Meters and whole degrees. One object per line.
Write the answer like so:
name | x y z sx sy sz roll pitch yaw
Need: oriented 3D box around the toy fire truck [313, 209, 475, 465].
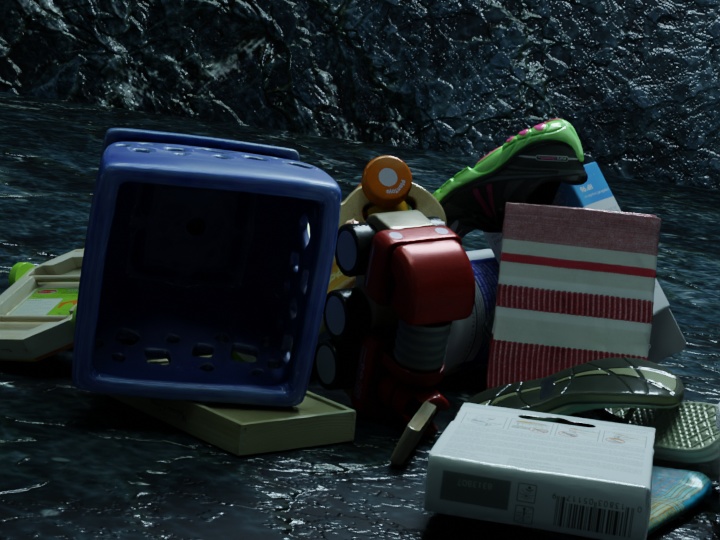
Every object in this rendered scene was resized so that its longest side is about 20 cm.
toy fire truck | 0.041 0.066 1.622 0.128 0.177 0.200 -6 31 -30

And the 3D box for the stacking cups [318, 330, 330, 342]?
stacking cups | -0.045 0.061 1.895 0.199 0.061 0.060 6 9 -27

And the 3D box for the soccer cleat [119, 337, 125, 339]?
soccer cleat | -0.183 0.039 1.880 0.199 0.069 0.073 -2 13 -20

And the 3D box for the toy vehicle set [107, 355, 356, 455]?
toy vehicle set | -0.113 0.112 1.630 0.124 0.027 0.200 -3 14 -40

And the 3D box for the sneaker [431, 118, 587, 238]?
sneaker | 0.130 -0.064 1.795 0.200 0.084 0.077 -35 -10 37

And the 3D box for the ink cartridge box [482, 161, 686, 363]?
ink cartridge box | 0.214 0.013 1.840 0.116 0.201 0.068 -31 -7 35

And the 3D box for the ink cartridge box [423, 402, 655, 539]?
ink cartridge box | 0.141 0.150 1.446 0.162 0.057 0.200 8 4 9

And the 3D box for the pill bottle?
pill bottle | 0.110 0.040 1.900 0.119 0.120 0.200 14 13 38

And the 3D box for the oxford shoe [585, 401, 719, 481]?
oxford shoe | 0.252 0.141 1.627 0.058 0.075 0.200 45 -20 -29

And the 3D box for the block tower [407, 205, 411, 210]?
block tower | 0.033 -0.014 1.913 0.058 0.054 0.200 40 -13 30

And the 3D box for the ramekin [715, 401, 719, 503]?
ramekin | 0.366 0.161 1.461 0.201 0.095 0.202 6 10 -1

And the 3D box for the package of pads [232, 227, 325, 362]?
package of pads | -0.095 0.002 1.824 0.154 0.068 0.200 42 39 12

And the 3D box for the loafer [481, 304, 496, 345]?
loafer | 0.205 0.077 1.764 0.200 0.073 0.073 32 31 18

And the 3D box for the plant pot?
plant pot | -0.137 -0.014 1.611 0.199 0.201 0.180 6 18 -12

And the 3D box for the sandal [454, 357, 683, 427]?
sandal | 0.179 0.120 1.625 0.200 0.058 0.080 -14 16 21

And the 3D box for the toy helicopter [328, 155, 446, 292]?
toy helicopter | 0.000 0.000 1.752 0.200 0.132 0.079 -40 -7 -19

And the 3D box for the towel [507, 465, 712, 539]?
towel | 0.175 0.173 1.488 0.146 0.022 0.200 11 12 29

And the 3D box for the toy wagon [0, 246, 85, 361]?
toy wagon | -0.268 0.017 1.775 0.155 0.040 0.200 0 31 36

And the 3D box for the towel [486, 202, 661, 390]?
towel | 0.192 0.042 1.732 0.143 0.201 0.023 6 -7 3
